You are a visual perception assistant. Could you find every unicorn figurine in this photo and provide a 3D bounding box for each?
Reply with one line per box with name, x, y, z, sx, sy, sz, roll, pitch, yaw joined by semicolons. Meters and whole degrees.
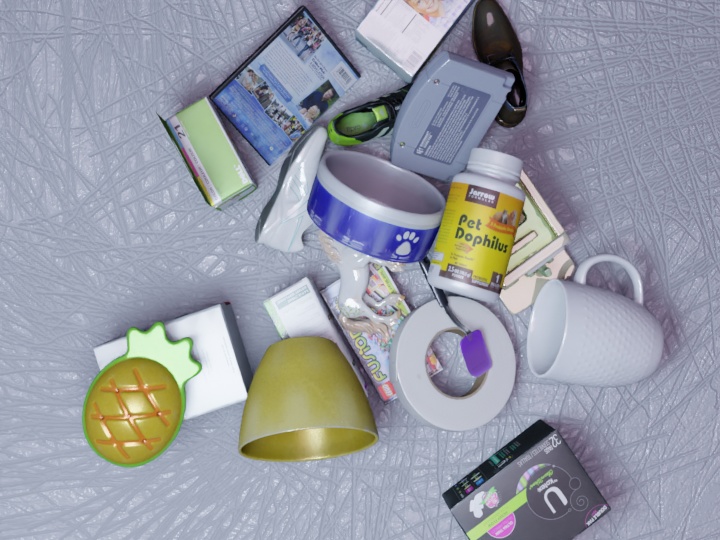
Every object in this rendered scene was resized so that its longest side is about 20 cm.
unicorn figurine;0.000;0.000;1.630;0.135;0.074;0.204;6;93;11

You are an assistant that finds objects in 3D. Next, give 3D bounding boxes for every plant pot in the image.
plant pot;-0.077;0.176;1.546;0.196;0.201;0.145;-5;69;-2

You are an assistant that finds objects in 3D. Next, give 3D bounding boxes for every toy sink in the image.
toy sink;0.232;-0.046;1.655;0.129;0.112;0.202;-34;92;-1

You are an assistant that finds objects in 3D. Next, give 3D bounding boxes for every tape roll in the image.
tape roll;0.139;0.142;1.660;0.199;0.037;0.207;3;79;-18

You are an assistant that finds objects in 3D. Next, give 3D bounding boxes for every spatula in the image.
spatula;0.137;0.065;1.641;0.056;0.020;0.202;-27;85;-42

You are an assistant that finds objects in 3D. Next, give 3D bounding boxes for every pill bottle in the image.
pill bottle;0.168;-0.064;1.548;0.107;0.109;0.204;15;90;-2

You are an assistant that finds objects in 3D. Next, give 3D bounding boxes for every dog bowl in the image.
dog bowl;0.023;-0.095;1.600;0.197;0.201;0.080;21;113;-2

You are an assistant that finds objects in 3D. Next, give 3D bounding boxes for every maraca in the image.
maraca;-0.298;0.171;1.497;0.136;0.107;0.202;28;90;-9

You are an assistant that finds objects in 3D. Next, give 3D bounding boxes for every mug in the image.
mug;0.361;0.076;1.644;0.172;0.148;0.204;11;88;-12

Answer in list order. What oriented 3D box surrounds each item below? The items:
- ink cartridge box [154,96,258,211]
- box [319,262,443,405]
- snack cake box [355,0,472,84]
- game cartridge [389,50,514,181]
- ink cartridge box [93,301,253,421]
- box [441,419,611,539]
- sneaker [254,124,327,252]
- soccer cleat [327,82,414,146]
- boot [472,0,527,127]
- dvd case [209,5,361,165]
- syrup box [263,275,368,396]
ink cartridge box;-0.220;-0.172;1.596;0.075;0.200;0.150;-29;91;-1
box;0.032;0.091;1.689;0.109;0.035;0.202;-31;91;-1
snack cake box;0.094;-0.402;1.672;0.114;0.067;0.201;38;89;0
game cartridge;0.125;-0.227;1.620;0.131;0.041;0.201;12;131;-22
ink cartridge box;-0.271;0.146;1.624;0.196;0.145;0.147;-17;91;-1
box;0.245;0.348;1.653;0.199;0.124;0.150;-37;91;-2
sneaker;-0.090;-0.123;1.675;0.079;0.070;0.203;24;93;-17
soccer cleat;0.045;-0.237;1.664;0.197;0.081;0.069;-21;91;-2
boot;0.219;-0.322;1.661;0.073;0.097;0.204;-15;91;-2
dvd case;-0.113;-0.279;1.665;0.200;0.018;0.143;-44;114;-1
syrup box;-0.065;0.116;1.663;0.078;0.081;0.203;-27;90;2
